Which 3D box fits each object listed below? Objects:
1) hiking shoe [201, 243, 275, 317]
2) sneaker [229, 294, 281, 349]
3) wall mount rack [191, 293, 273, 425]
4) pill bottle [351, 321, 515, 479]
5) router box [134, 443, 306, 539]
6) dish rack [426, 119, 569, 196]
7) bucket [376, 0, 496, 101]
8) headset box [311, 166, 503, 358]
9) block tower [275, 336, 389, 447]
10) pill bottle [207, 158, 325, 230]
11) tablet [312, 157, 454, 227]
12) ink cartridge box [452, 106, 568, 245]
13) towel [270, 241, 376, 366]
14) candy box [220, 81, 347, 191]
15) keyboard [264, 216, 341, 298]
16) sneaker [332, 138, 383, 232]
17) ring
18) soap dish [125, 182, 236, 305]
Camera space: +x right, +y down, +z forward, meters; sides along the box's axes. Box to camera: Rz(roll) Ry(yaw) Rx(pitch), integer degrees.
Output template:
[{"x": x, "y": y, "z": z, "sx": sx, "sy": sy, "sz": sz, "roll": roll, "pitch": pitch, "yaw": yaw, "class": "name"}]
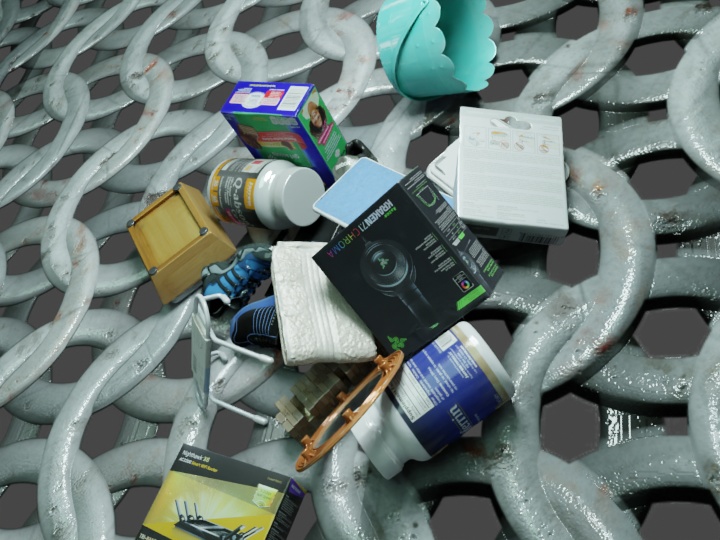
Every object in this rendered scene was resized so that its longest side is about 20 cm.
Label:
[{"x": -0.184, "y": 0.019, "z": 1.280, "sx": 0.199, "sy": 0.074, "sz": 0.088, "roll": -23, "pitch": 60, "yaw": 43, "class": "hiking shoe"}, {"x": -0.129, "y": 0.087, "z": 1.188, "sx": 0.199, "sy": 0.070, "sz": 0.079, "roll": -29, "pitch": 48, "yaw": 37, "class": "sneaker"}, {"x": -0.197, "y": 0.133, "z": 1.170, "sx": 0.074, "sy": 0.202, "sz": 0.174, "roll": -11, "pitch": 39, "yaw": -27, "class": "wall mount rack"}, {"x": 0.087, "y": 0.167, "z": 1.009, "sx": 0.199, "sy": 0.116, "sz": 0.116, "roll": -37, "pitch": 47, "yaw": 0, "class": "pill bottle"}, {"x": -0.191, "y": 0.335, "z": 1.070, "sx": 0.198, "sy": 0.052, "sz": 0.158, "roll": 7, "pitch": 59, "yaw": 31, "class": "router box"}, {"x": 0.204, "y": -0.158, "z": 1.242, "sx": 0.171, "sy": 0.044, "sz": 0.200, "roll": -40, "pitch": 47, "yaw": -5, "class": "dish rack"}, {"x": 0.128, "y": -0.392, "z": 1.355, "sx": 0.134, "sy": 0.207, "sz": 0.209, "roll": -4, "pitch": 53, "yaw": 36, "class": "bucket"}, {"x": 0.067, "y": -0.001, "z": 1.064, "sx": 0.174, "sy": 0.201, "sz": 0.093, "roll": -38, "pitch": 3, "yaw": 30, "class": "headset box"}, {"x": -0.034, "y": 0.151, "z": 1.125, "sx": 0.200, "sy": 0.058, "sz": 0.054, "roll": -44, "pitch": 49, "yaw": -10, "class": "block tower"}, {"x": -0.159, "y": -0.129, "z": 1.341, "sx": 0.199, "sy": 0.117, "sz": 0.117, "roll": 9, "pitch": 60, "yaw": 44, "class": "pill bottle"}, {"x": 0.037, "y": -0.096, "z": 1.190, "sx": 0.199, "sy": 0.014, "sz": 0.130, "roll": 29, "pitch": 64, "yaw": 31, "class": "tablet"}, {"x": 0.217, "y": -0.139, "z": 1.162, "sx": 0.160, "sy": 0.057, "sz": 0.202, "roll": 6, "pitch": 57, "yaw": -2, "class": "ink cartridge box"}, {"x": -0.054, "y": 0.040, "z": 1.110, "sx": 0.131, "sy": 0.035, "sz": 0.202, "roll": -1, "pitch": 54, "yaw": -17, "class": "towel"}, {"x": -0.115, "y": -0.221, "z": 1.349, "sx": 0.168, "sy": 0.200, "sz": 0.078, "roll": 11, "pitch": 63, "yaw": 34, "class": "candy box"}, {"x": -0.103, "y": -0.033, "z": 1.324, "sx": 0.126, "sy": 0.021, "sz": 0.201, "roll": 11, "pitch": 61, "yaw": 32, "class": "keyboard"}, {"x": -0.014, "y": -0.138, "z": 1.289, "sx": 0.066, "sy": 0.091, "sz": 0.202, "roll": -17, "pitch": 42, "yaw": 28, "class": "sneaker"}, {"x": -0.018, "y": 0.173, "z": 1.011, "sx": 0.019, "sy": 0.200, "sz": 0.201, "roll": 42, "pitch": 78, "yaw": -1, "class": "ring"}, {"x": -0.325, "y": -0.055, "z": 1.413, "sx": 0.157, "sy": 0.081, "sz": 0.200, "roll": -37, "pitch": 49, "yaw": -2, "class": "soap dish"}]
